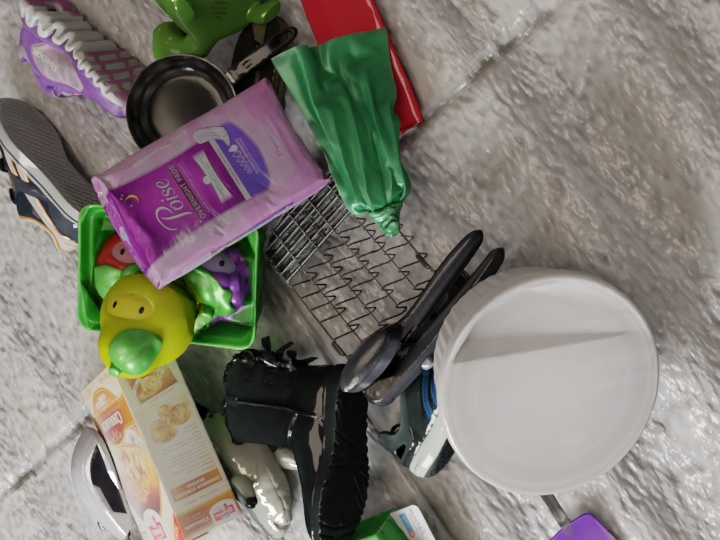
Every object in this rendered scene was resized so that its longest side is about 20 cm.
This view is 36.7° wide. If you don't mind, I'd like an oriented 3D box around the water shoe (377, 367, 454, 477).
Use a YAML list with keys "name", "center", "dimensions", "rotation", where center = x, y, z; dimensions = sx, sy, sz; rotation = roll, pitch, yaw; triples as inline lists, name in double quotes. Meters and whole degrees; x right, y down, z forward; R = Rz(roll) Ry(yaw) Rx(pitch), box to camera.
- name: "water shoe"
  center: [0.076, 0.108, 1.065]
  dimensions: [0.079, 0.071, 0.201]
  rotation: [30, 108, 22]

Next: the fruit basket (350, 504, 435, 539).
- name: "fruit basket"
  center: [0.033, 0.353, 1.121]
  dimensions: [0.185, 0.094, 0.200]
  rotation: [-29, 99, 26]

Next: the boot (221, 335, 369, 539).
- name: "boot"
  center: [-0.072, 0.172, 1.110]
  dimensions: [0.162, 0.073, 0.199]
  rotation: [5, 93, 39]

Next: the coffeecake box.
- name: "coffeecake box"
  center: [-0.221, 0.196, 1.183]
  dimensions: [0.153, 0.073, 0.201]
  rotation: [-34, 79, 59]

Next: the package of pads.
- name: "package of pads"
  center: [-0.142, -0.084, 1.038]
  dimensions: [0.200, 0.076, 0.121]
  rotation: [-32, 89, -15]

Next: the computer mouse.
- name: "computer mouse"
  center: [-0.294, 0.276, 1.242]
  dimensions: [0.110, 0.044, 0.201]
  rotation: [1, 110, 63]

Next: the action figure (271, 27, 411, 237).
- name: "action figure"
  center: [-0.001, -0.126, 1.050]
  dimensions: [0.118, 0.055, 0.201]
  rotation: [-17, 80, -5]

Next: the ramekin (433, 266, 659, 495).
- name: "ramekin"
  center: [0.156, 0.088, 0.969]
  dimensions: [0.201, 0.094, 0.203]
  rotation: [-3, 106, -9]

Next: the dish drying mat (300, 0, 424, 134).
- name: "dish drying mat"
  center: [-0.004, -0.225, 1.094]
  dimensions: [0.077, 0.018, 0.201]
  rotation: [-25, 86, 27]

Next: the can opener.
- name: "can opener"
  center: [0.063, 0.049, 1.018]
  dimensions: [0.063, 0.079, 0.200]
  rotation: [45, 102, 5]

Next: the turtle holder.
- name: "turtle holder"
  center: [-0.157, -0.307, 1.108]
  dimensions: [0.132, 0.141, 0.186]
  rotation: [43, 151, 37]

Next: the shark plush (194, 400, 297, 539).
- name: "shark plush"
  center: [-0.149, 0.210, 1.195]
  dimensions: [0.200, 0.091, 0.083]
  rotation: [34, 140, 14]

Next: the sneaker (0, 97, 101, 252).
- name: "sneaker"
  center: [-0.377, -0.108, 1.258]
  dimensions: [0.200, 0.078, 0.079]
  rotation: [52, 123, 18]

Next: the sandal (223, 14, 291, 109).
- name: "sandal"
  center: [-0.108, -0.165, 1.135]
  dimensions: [0.080, 0.057, 0.202]
  rotation: [19, 90, 29]

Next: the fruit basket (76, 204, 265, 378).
- name: "fruit basket"
  center: [-0.204, 0.018, 1.105]
  dimensions: [0.215, 0.215, 0.156]
  rotation: [8, 101, 25]

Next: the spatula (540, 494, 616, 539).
- name: "spatula"
  center: [0.177, 0.215, 1.055]
  dimensions: [0.056, 0.021, 0.200]
  rotation: [-41, 76, 12]

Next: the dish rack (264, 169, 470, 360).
- name: "dish rack"
  center: [0.000, 0.000, 1.101]
  dimensions: [0.153, 0.055, 0.200]
  rotation: [-46, 74, 22]

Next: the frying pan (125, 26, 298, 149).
- name: "frying pan"
  center: [-0.160, -0.192, 1.100]
  dimensions: [0.115, 0.031, 0.190]
  rotation: [33, 91, -1]

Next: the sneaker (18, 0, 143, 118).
- name: "sneaker"
  center: [-0.319, -0.225, 1.221]
  dimensions: [0.200, 0.080, 0.089]
  rotation: [42, 119, 21]
